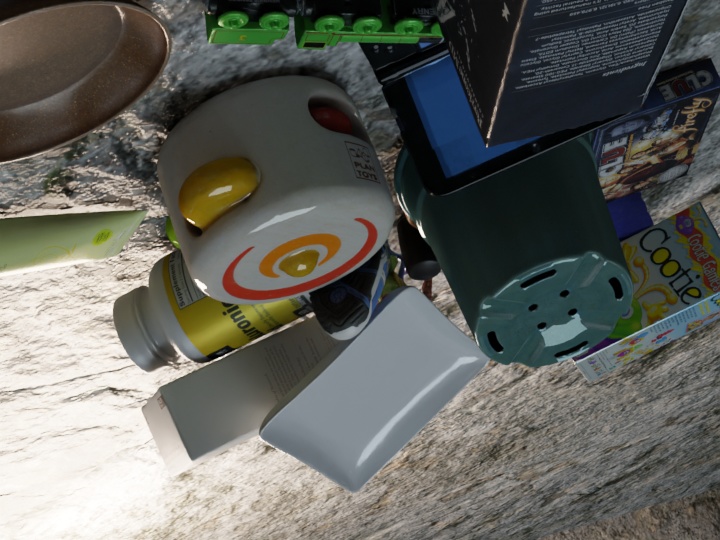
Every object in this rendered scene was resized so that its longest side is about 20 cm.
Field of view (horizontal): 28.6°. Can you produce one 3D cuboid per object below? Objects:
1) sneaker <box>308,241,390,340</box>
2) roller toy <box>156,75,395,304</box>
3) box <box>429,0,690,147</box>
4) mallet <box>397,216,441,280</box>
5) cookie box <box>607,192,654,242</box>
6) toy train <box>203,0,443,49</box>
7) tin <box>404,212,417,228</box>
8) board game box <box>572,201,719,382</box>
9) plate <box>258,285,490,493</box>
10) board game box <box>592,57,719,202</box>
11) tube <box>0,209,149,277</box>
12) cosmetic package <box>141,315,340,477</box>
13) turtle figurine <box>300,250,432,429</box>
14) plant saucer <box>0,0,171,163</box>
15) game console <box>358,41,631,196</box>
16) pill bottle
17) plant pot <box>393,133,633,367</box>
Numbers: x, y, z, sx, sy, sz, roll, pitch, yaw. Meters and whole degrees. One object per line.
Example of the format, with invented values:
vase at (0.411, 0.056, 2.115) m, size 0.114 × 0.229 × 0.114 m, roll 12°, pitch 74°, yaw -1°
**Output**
sneaker at (0.000, 0.000, 1.295) m, size 0.075 × 0.201 × 0.078 m, roll -15°, pitch 123°, yaw 17°
roller toy at (-0.068, -0.060, 1.173) m, size 0.180 × 0.141 × 0.201 m, roll -16°, pitch 157°, yaw -14°
box at (0.112, -0.220, 0.878) m, size 0.122 × 0.202 × 0.197 m, roll -15°, pitch 158°, yaw -8°
mallet at (0.107, 0.012, 1.522) m, size 0.041 × 0.067 × 0.200 m, roll -28°, pitch 136°, yaw 24°
cookie box at (0.232, -0.015, 1.638) m, size 0.169 × 0.076 × 0.201 m, roll -16°, pitch 158°, yaw -12°
toy train at (-0.019, -0.184, 1.023) m, size 0.197 × 0.042 × 0.056 m, roll -1°, pitch 162°, yaw -17°
tin at (0.133, -0.097, 1.411) m, size 0.198 × 0.042 × 0.112 m, roll -24°, pitch 162°, yaw 8°
board game box at (0.314, 0.026, 1.570) m, size 0.198 × 0.104 × 0.105 m, roll -27°, pitch 158°, yaw 9°
plate at (0.013, 0.111, 1.353) m, size 0.199 × 0.032 × 0.200 m, roll -44°, pitch 144°, yaw 5°
board game box at (0.289, -0.136, 1.462) m, size 0.134 × 0.035 × 0.200 m, roll -19°, pitch 158°, yaw -5°
tube at (-0.278, -0.022, 1.201) m, size 0.198 × 0.053 × 0.058 m, roll -8°, pitch -163°, yaw -40°
cosmetic package at (-0.106, 0.120, 1.382) m, size 0.198 × 0.082 × 0.113 m, roll -26°, pitch 173°, yaw -21°
turtle figurine at (-0.006, 0.078, 1.481) m, size 0.143 × 0.197 × 0.199 m, roll -21°, pitch 169°, yaw 36°
plant saucer at (-0.227, -0.137, 0.965) m, size 0.198 × 0.037 × 0.201 m, roll -24°, pitch 164°, yaw -7°
game console at (0.108, -0.171, 1.103) m, size 0.198 × 0.120 × 0.171 m, roll -24°, pitch 159°, yaw 7°
pill bottle at (-0.132, 0.020, 1.343) m, size 0.198 × 0.113 × 0.111 m, roll -26°, pitch 158°, yaw 14°
plant pot at (0.147, -0.032, 1.285) m, size 0.197 × 0.198 × 0.202 m, roll -10°, pitch 140°, yaw -8°
